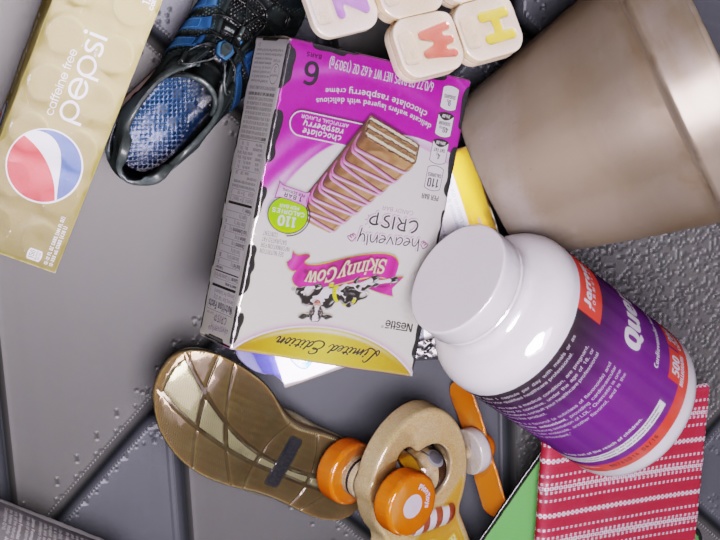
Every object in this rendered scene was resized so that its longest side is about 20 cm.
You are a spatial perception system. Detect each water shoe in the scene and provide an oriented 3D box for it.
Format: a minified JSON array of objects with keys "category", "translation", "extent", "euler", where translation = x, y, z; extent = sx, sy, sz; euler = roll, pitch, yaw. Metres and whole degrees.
[{"category":"water shoe","translation":[-0.092,-0.135,1.109],"extent":[0.071,0.079,0.200],"euler":[34,97,-19]}]

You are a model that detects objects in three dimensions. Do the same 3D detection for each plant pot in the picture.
[{"category":"plant pot","translation":[0.167,-0.097,1.136],"extent":[0.173,0.200,0.201],"euler":[-25,111,14]}]

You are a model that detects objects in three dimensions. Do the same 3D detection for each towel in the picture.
[{"category":"towel","translation":[0.192,0.184,1.264],"extent":[0.144,0.022,0.201],"euler":[-7,111,-24]}]

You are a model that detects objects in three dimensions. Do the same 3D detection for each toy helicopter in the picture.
[{"category":"toy helicopter","translation":[0.061,0.174,1.242],"extent":[0.132,0.079,0.201],"euler":[-44,130,-24]}]

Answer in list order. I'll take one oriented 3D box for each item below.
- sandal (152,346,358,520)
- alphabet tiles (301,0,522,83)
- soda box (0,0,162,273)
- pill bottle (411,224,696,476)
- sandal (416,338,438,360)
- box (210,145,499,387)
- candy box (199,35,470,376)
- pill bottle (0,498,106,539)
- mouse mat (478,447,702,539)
[{"category":"sandal","translation":[-0.074,0.118,1.207],"extent":[0.200,0.054,0.081],"euler":[33,91,-34]},{"category":"alphabet tiles","translation":[0.036,-0.226,1.090],"extent":[0.195,0.015,0.201],"euler":[-17,88,-30]},{"category":"soda box","translation":[-0.197,-0.107,1.103],"extent":[0.067,0.064,0.201],"euler":[20,101,-17]},{"category":"pill bottle","translation":[0.127,0.050,1.111],"extent":[0.200,0.112,0.113],"euler":[35,97,-37]},{"category":"sandal","translation":[0.093,0.035,1.224],"extent":[0.199,0.048,0.076],"euler":[8,100,0]},{"category":"box","translation":[0.000,0.000,1.172],"extent":[0.199,0.041,0.120],"euler":[-18,94,1]},{"category":"candy box","translation":[-0.016,-0.041,1.097],"extent":[0.136,0.061,0.201],"euler":[9,94,-26]},{"category":"pill bottle","translation":[-0.225,0.231,1.171],"extent":[0.199,0.116,0.117],"euler":[26,100,-18]},{"category":"mouse mat","translation":[0.163,0.230,1.283],"extent":[0.200,0.008,0.161],"euler":[35,91,-33]}]
